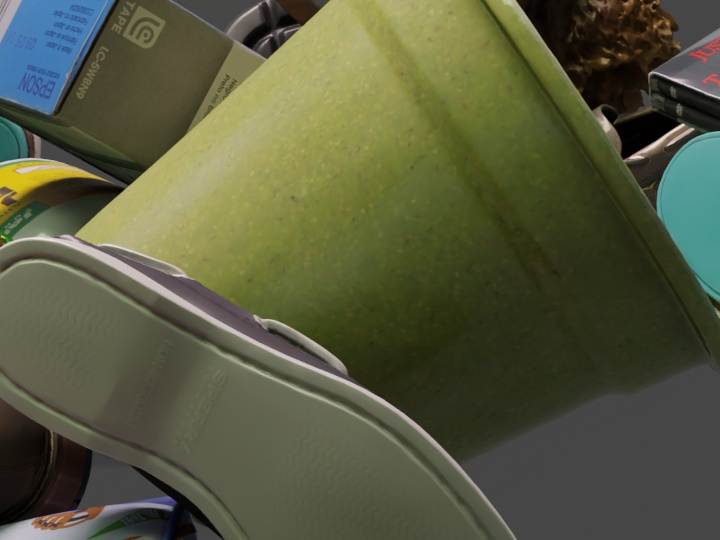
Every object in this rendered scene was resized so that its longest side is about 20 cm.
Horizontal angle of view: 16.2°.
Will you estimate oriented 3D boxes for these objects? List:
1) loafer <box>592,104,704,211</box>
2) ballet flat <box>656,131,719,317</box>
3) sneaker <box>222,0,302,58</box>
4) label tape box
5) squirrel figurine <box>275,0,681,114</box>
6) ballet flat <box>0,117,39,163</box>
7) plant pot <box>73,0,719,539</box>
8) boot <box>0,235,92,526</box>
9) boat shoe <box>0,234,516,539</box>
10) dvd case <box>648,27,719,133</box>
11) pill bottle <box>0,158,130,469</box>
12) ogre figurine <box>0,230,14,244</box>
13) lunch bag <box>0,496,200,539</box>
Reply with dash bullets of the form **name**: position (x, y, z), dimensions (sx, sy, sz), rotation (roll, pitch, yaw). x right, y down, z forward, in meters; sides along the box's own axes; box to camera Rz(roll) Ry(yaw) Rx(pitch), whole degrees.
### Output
- **loafer**: position (0.119, -0.051, 1.032), dimensions (0.199, 0.063, 0.072), rotation (-20, 26, 5)
- **ballet flat**: position (0.168, 0.001, 0.843), dimensions (0.069, 0.070, 0.200), rotation (-27, 21, -14)
- **sneaker**: position (0.032, -0.103, 1.150), dimensions (0.199, 0.076, 0.079), rotation (-8, -15, -3)
- **label tape box**: position (-0.059, -0.053, 1.009), dimensions (0.144, 0.200, 0.063), rotation (21, 83, 58)
- **squirrel figurine**: position (0.059, -0.151, 1.063), dimensions (0.141, 0.201, 0.187), rotation (8, 40, 45)
- **ballet flat**: position (-0.215, -0.003, 1.184), dimensions (0.200, 0.069, 0.069), rotation (-54, 12, 13)
- **plant pot**: position (0.000, 0.000, 0.877), dimensions (0.184, 0.201, 0.200), rotation (-34, 17, 3)
- **boot**: position (-0.170, 0.001, 0.852), dimensions (0.075, 0.200, 0.097), rotation (-46, -30, 11)
- **boat shoe**: position (-0.030, 0.054, 0.774), dimensions (0.074, 0.199, 0.060), rotation (-62, -9, 10)
- **dvd case**: position (0.226, -0.067, 0.922), dimensions (0.146, 0.022, 0.200), rotation (-33, 41, -28)
- **pill bottle**: position (-0.115, 0.019, 1.048), dimensions (0.112, 0.113, 0.200), rotation (-28, 19, -16)
- **ogre figurine**: position (-0.189, 0.025, 0.967), dimensions (0.199, 0.120, 0.098), rotation (26, 7, 24)
- **lunch bag**: position (-0.136, 0.146, 0.770), dimensions (0.199, 0.076, 0.160), rotation (-19, 20, 10)
